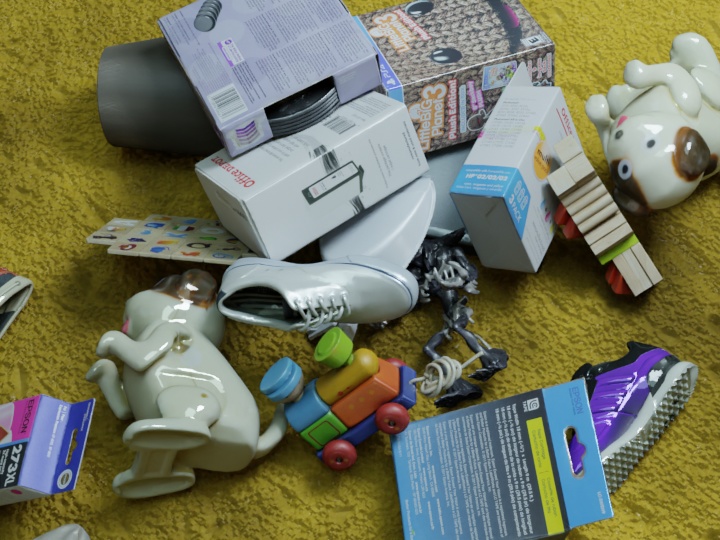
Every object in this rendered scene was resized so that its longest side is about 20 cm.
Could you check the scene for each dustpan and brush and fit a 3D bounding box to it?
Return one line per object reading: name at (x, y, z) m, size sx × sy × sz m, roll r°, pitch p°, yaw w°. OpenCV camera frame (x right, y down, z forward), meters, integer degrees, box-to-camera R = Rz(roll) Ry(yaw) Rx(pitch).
dustpan and brush at (0.000, 0.000, 1.394) m, size 0.139 × 0.057 × 0.201 m, roll -4°, pitch 47°, yaw 39°

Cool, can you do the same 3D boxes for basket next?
basket at (-0.187, -0.201, 1.538) m, size 0.197 × 0.136 × 0.182 m, roll 0°, pitch 63°, yaw 6°

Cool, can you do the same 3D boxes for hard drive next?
hard drive at (0.119, -0.084, 1.509) m, size 0.198 × 0.033 × 0.141 m, roll 12°, pitch 60°, yaw 9°

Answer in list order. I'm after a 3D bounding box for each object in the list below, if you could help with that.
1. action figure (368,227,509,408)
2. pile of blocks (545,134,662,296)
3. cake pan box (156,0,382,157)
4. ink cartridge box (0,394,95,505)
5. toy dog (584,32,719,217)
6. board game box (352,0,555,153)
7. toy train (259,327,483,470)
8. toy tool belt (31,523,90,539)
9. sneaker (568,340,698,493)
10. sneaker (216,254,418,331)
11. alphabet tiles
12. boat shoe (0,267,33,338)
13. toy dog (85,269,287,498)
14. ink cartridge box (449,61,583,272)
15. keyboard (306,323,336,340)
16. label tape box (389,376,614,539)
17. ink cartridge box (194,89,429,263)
action figure at (0.076, 0.031, 1.395) m, size 0.119 × 0.102 × 0.201 m, roll -38°, pitch 63°, yaw 28°
pile of blocks at (0.242, -0.049, 1.420) m, size 0.062 × 0.201 × 0.082 m, roll -32°, pitch 20°, yaw 9°
cake pan box at (-0.095, -0.230, 1.432) m, size 0.183 × 0.052 × 0.201 m, roll -29°, pitch 55°, yaw -6°
ink cartridge box at (-0.343, 0.177, 1.312) m, size 0.198 × 0.037 × 0.096 m, roll -15°, pitch 53°, yaw 32°
toy dog at (0.321, -0.133, 1.448) m, size 0.195 × 0.139 × 0.200 m, roll 58°, pitch 33°, yaw -7°
board game box at (0.098, -0.229, 1.531) m, size 0.198 × 0.098 × 0.160 m, roll -17°, pitch 43°, yaw -11°
toy train at (0.006, 0.095, 1.306) m, size 0.199 × 0.116 × 0.085 m, roll -37°, pitch 26°, yaw 24°
toy tool belt at (-0.314, 0.328, 1.229) m, size 0.199 × 0.125 × 0.123 m, roll -27°, pitch 53°, yaw -13°
sneaker at (0.239, 0.147, 1.351) m, size 0.200 × 0.070 × 0.099 m, roll -43°, pitch 55°, yaw -19°
sneaker at (-0.044, 0.031, 1.313) m, size 0.198 × 0.074 × 0.071 m, roll 0°, pitch 32°, yaw 14°
alphabet tiles at (-0.180, -0.034, 1.441) m, size 0.197 × 0.006 × 0.167 m, roll 6°, pitch 16°, yaw 5°
boat shoe at (-0.411, 0.080, 1.414) m, size 0.062 × 0.071 × 0.201 m, roll 17°, pitch 57°, yaw 9°
toy dog at (-0.175, 0.096, 1.346) m, size 0.192 × 0.140 × 0.202 m, roll -7°, pitch 58°, yaw -12°
ink cartridge box at (0.176, -0.112, 1.425) m, size 0.067 × 0.116 × 0.201 m, roll 6°, pitch 52°, yaw 34°
keyboard at (-0.014, -0.018, 1.466) m, size 0.011 × 0.056 × 0.202 m, roll 33°, pitch 57°, yaw -26°
label tape box at (0.136, 0.200, 1.289) m, size 0.198 × 0.063 × 0.146 m, roll -16°, pitch 58°, yaw 14°
ink cartridge box at (-0.053, -0.106, 1.412) m, size 0.199 × 0.085 × 0.146 m, roll -32°, pitch 29°, yaw -14°
